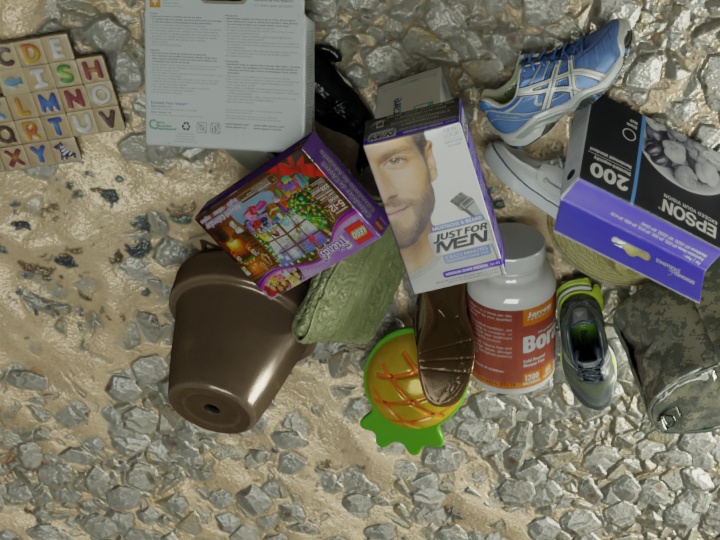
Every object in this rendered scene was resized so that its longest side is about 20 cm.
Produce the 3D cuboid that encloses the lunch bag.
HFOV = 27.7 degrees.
[{"bbox_3d":[0.407,0.096,1.782,0.168,0.200,0.139,-19,129,8],"label":"lunch bag"}]

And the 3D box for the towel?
[{"bbox_3d":[0.000,0.000,1.778,0.148,0.036,0.200,5,113,-50],"label":"towel"}]

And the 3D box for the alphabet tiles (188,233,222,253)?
[{"bbox_3d":[-0.101,-0.035,1.795,0.200,0.008,0.167,-12,149,22],"label":"alphabet tiles"}]

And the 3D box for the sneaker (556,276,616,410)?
[{"bbox_3d":[0.287,0.108,1.869,0.074,0.081,0.200,-11,125,12],"label":"sneaker"}]

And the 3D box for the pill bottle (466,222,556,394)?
[{"bbox_3d":[0.188,0.046,1.817,0.112,0.112,0.200,-1,125,5],"label":"pill bottle"}]

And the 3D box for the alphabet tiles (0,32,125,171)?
[{"bbox_3d":[-0.389,-0.200,1.751,0.200,0.008,0.167,-7,123,10],"label":"alphabet tiles"}]

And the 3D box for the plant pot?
[{"bbox_3d":[-0.162,0.101,1.811,0.200,0.175,0.200,12,145,9],"label":"plant pot"}]

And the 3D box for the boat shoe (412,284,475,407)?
[{"bbox_3d":[0.099,0.069,1.817,0.072,0.072,0.200,-4,88,-6],"label":"boat shoe"}]

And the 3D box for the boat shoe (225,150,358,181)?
[{"bbox_3d":[-0.089,-0.136,1.748,0.200,0.060,0.074,35,160,-12],"label":"boat shoe"}]

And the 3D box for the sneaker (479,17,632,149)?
[{"bbox_3d":[0.221,-0.219,1.656,0.077,0.076,0.200,38,118,-25],"label":"sneaker"}]

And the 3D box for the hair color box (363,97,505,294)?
[{"bbox_3d":[0.083,-0.079,1.596,0.109,0.065,0.200,-13,120,12],"label":"hair color box"}]

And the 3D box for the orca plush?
[{"bbox_3d":[-0.051,-0.188,1.702,0.105,0.071,0.200,-25,119,20],"label":"orca plush"}]

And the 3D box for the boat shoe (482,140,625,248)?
[{"bbox_3d":[0.237,-0.101,1.713,0.200,0.074,0.065,36,116,10],"label":"boat shoe"}]

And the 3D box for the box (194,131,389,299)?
[{"bbox_3d":[-0.079,-0.059,1.675,0.200,0.039,0.137,-29,110,41],"label":"box"}]

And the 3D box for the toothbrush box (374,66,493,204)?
[{"bbox_3d":[0.087,-0.111,1.699,0.085,0.146,0.200,-17,120,14],"label":"toothbrush box"}]

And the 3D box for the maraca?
[{"bbox_3d":[0.068,0.158,1.905,0.137,0.107,0.200,16,122,4],"label":"maraca"}]

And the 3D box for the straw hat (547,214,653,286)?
[{"bbox_3d":[0.326,-0.039,1.765,0.201,0.085,0.201,2,125,3],"label":"straw hat"}]

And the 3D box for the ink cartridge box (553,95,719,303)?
[{"bbox_3d":[0.325,-0.087,1.665,0.198,0.200,0.043,25,144,-12],"label":"ink cartridge box"}]

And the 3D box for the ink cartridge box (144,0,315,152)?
[{"bbox_3d":[-0.149,-0.237,1.658,0.196,0.043,0.200,5,102,16],"label":"ink cartridge box"}]
